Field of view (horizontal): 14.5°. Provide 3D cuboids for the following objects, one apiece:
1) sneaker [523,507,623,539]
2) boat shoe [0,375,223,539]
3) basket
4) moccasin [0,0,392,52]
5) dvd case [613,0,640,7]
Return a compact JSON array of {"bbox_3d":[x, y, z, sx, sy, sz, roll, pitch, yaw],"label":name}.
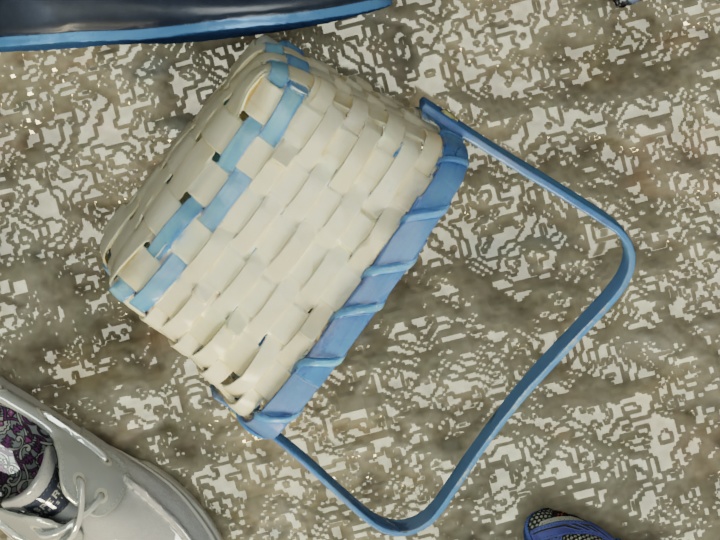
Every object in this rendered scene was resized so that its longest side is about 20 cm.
[{"bbox_3d":[0.055,0.193,1.313,0.078,0.075,0.200,41,86,5],"label":"sneaker"},{"bbox_3d":[-0.145,0.095,1.296,0.200,0.069,0.072,43,94,-4],"label":"boat shoe"},{"bbox_3d":[0.000,0.000,1.252,0.200,0.139,0.177,38,98,-10],"label":"basket"},{"bbox_3d":[-0.086,-0.137,1.269,0.199,0.080,0.069,-3,92,-1],"label":"moccasin"},{"bbox_3d":[0.180,-0.225,1.292,0.199,0.018,0.143,-24,96,2],"label":"dvd case"}]
